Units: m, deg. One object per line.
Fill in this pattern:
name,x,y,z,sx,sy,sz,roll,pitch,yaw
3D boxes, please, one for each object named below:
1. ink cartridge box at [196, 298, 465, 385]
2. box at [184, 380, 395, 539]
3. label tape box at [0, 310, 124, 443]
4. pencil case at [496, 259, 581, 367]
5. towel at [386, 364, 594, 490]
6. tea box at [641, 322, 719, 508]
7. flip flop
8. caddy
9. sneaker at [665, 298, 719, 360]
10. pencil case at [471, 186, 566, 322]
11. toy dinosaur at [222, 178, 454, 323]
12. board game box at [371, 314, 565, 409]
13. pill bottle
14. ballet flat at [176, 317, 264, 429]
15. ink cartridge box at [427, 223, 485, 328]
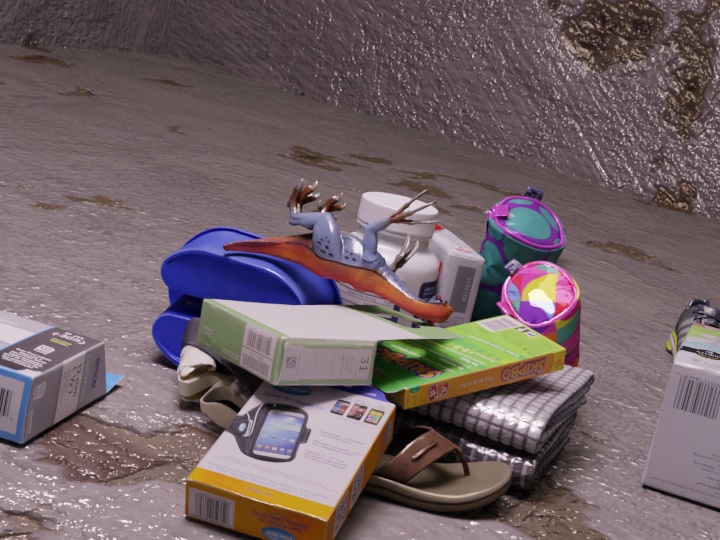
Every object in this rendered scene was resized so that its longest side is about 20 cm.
ink cartridge box,-0.027,0.063,1.234,0.198,0.049,0.145,5,8,-35
box,-0.049,0.147,1.125,0.118,0.042,0.200,14,26,15
label tape box,-0.309,0.078,1.222,0.141,0.067,0.200,15,15,12
pencil case,0.189,0.069,1.461,0.087,0.089,0.201,17,-27,21
towel,0.122,0.136,1.342,0.164,0.087,0.200,15,15,20
tea box,0.405,0.157,1.391,0.198,0.135,0.197,16,13,15
flip flop,0.038,0.163,1.203,0.197,0.058,0.081,12,13,-2
caddy,-0.115,0.038,1.400,0.198,0.143,0.105,17,17,16
sneaker,0.451,0.090,1.823,0.073,0.082,0.200,11,13,-3
pencil case,0.151,0.006,1.511,0.092,0.201,0.085,29,46,4
toy dinosaur,0.000,0.000,1.313,0.182,0.199,0.105,59,8,30
board game box,0.084,0.084,1.277,0.198,0.030,0.095,-8,23,-30
pill bottle,0.020,0.026,1.434,0.109,0.203,0.111,12,13,-3
ballet flat,-0.128,0.104,1.277,0.072,0.074,0.199,0,25,-42
ink cartridge box,0.068,0.033,1.535,0.050,0.164,0.200,8,13,-21
